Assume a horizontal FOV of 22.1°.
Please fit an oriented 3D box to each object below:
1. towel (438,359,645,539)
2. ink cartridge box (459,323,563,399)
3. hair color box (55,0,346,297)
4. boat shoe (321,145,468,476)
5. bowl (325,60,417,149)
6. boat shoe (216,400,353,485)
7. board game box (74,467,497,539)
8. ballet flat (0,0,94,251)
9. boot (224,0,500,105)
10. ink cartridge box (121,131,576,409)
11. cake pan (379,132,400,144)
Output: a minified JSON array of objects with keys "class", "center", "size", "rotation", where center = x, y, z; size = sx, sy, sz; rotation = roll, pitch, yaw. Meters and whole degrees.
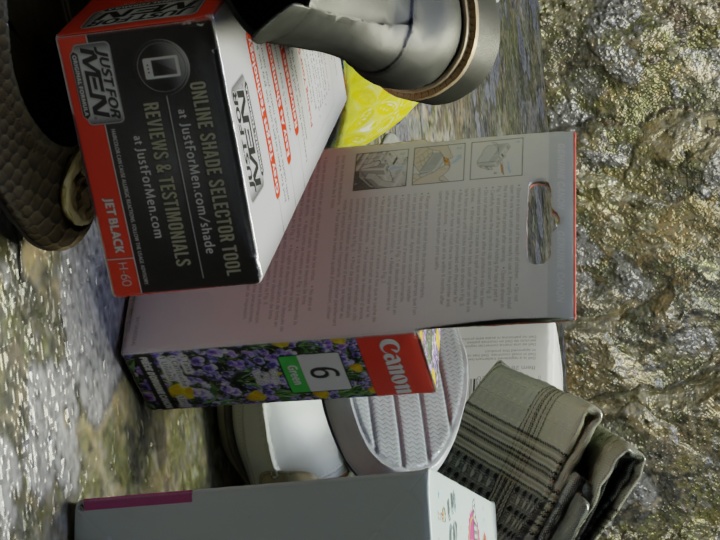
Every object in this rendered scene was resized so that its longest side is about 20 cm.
[{"class":"towel","center":[0.056,0.145,0.971],"size":[0.193,0.034,0.200],"rotation":[-57,-162,-2]},{"class":"ink cartridge box","center":[0.060,0.136,1.220],"size":[0.085,0.144,0.201],"rotation":[76,16,-47]},{"class":"hair color box","center":[-0.055,-0.078,0.727],"size":[0.200,0.061,0.103],"rotation":[-71,154,-65]},{"class":"boat shoe","center":[0.006,0.032,0.892],"size":[0.067,0.073,0.201],"rotation":[-53,-154,41]},{"class":"bowl","center":[0.002,-0.163,0.908],"size":[0.200,0.107,0.202],"rotation":[164,-90,-73]},{"class":"boat shoe","center":[-0.021,0.112,0.953],"size":[0.074,0.068,0.202],"rotation":[-28,122,-30]},{"class":"board game box","center":[-0.023,0.129,0.803],"size":[0.200,0.146,0.065],"rotation":[45,41,-74]},{"class":"ballet flat","center":[-0.118,-0.097,0.652],"size":[0.068,0.046,0.202],"rotation":[-72,156,-60]},{"class":"boot","center":[-0.025,-0.163,0.683],"size":[0.138,0.077,0.201],"rotation":[4,56,-60]},{"class":"ink cartridge box","center":[0.000,0.000,0.821],"size":[0.051,0.198,0.110],"rotation":[71,20,-50]},{"class":"cake pan","center":[0.008,0.023,1.062],"size":[0.200,0.036,0.203],"rotation":[-3,90,-80]}]
